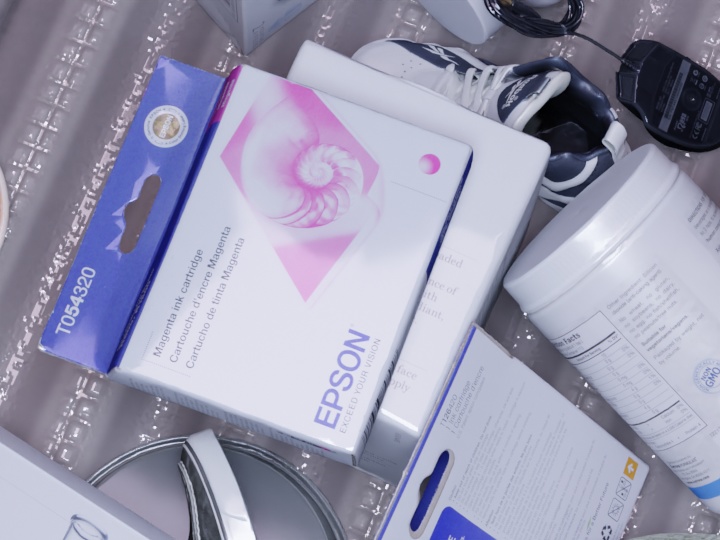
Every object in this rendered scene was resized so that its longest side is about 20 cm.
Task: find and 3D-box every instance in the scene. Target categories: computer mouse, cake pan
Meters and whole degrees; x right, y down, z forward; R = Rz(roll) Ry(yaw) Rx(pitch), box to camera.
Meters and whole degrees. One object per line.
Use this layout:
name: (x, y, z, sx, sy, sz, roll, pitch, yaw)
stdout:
computer mouse: (0.158, -0.133, 1.670, 0.200, 0.034, 0.059, 30, 74, -21)
cake pan: (-0.102, 0.195, 1.601, 0.199, 0.037, 0.201, 0, 73, 0)

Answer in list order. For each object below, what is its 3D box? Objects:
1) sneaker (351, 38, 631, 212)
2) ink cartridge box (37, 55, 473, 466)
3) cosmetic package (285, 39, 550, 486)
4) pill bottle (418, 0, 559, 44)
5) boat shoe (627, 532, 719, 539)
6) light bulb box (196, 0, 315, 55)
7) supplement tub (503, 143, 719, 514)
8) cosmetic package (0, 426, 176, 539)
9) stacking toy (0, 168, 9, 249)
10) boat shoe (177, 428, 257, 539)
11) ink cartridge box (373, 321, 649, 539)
sneaker: (0.084, -0.108, 1.646, 0.199, 0.130, 0.080, 32, 74, 8)
ink cartridge box: (-0.060, -0.013, 1.491, 0.199, 0.043, 0.197, 19, 75, 5)
cosmetic package: (0.000, 0.000, 1.594, 0.164, 0.165, 0.201, 24, 75, 6)
pill bottle: (0.120, -0.243, 1.697, 0.111, 0.111, 0.200, 43, 77, 11)
boat shoe: (0.155, 0.200, 1.525, 0.199, 0.075, 0.063, -14, 107, -18)
light bulb box: (-0.037, -0.271, 1.658, 0.200, 0.198, 0.125, -39, 79, -10)
supplement tub: (0.198, 0.037, 1.580, 0.132, 0.132, 0.200, -44, 95, -12)
cosmetic package: (-0.216, 0.183, 1.549, 0.200, 0.052, 0.151, 29, 91, 24)
stacking toy: (-0.296, -0.062, 1.591, 0.145, 0.200, 0.147, 0, 73, -1)
boat shoe: (-0.085, 0.194, 1.545, 0.063, 0.071, 0.201, -14, 76, -6)
ink cartridge box: (0.072, 0.158, 1.545, 0.047, 0.200, 0.198, 8, 67, 48)
